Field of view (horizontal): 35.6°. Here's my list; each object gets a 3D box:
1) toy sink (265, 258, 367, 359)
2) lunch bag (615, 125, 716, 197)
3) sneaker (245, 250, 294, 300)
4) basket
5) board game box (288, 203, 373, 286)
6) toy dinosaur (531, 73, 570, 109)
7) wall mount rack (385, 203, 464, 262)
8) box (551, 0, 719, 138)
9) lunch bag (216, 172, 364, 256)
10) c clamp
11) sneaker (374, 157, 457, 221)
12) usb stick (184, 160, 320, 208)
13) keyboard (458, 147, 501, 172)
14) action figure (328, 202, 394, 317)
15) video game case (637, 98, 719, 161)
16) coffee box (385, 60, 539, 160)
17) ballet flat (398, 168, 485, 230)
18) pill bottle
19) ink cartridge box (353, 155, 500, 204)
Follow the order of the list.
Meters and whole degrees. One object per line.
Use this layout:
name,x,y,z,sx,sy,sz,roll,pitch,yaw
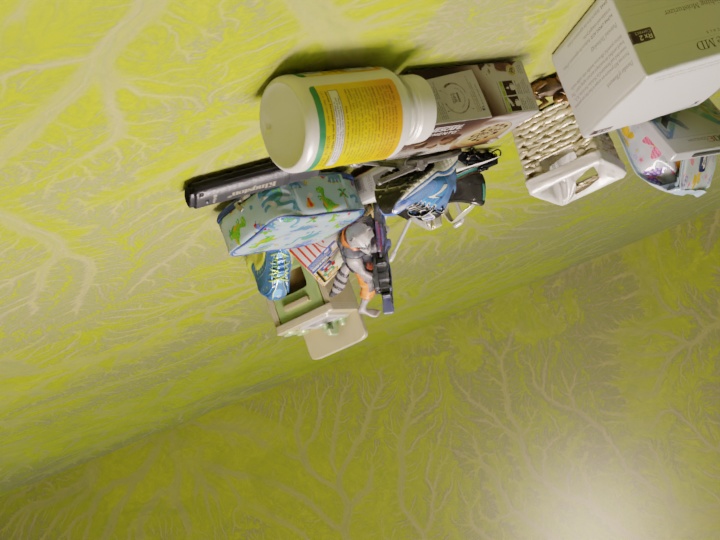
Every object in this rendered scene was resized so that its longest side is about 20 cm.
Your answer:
toy sink,-0.093,0.055,2.073,0.130,0.202,0.112,-24,168,25
lunch bag,0.512,-0.221,1.851,0.127,0.202,0.169,-28,166,34
sneaker,-0.134,-0.012,1.926,0.075,0.106,0.200,-12,167,-25
basket,0.345,-0.197,1.864,0.135,0.124,0.200,-25,167,22
board game box,-0.039,-0.054,1.908,0.151,0.046,0.200,-45,168,-3
toy dinosaur,0.304,-0.274,1.653,0.198,0.061,0.106,-13,-168,-11
wall mount rack,0.091,-0.083,2.070,0.173,0.075,0.200,-24,167,24
box,0.392,-0.292,1.490,0.197,0.132,0.200,-17,168,-18
lunch bag,-0.108,-0.085,1.698,0.199,0.083,0.160,-9,163,-44
c clamp,0.049,-0.161,1.580,0.170,0.027,0.200,-18,-163,-25
sneaker,0.089,-0.108,1.591,0.078,0.090,0.200,-1,-161,34
usb stick,-0.147,-0.127,1.560,0.198,0.033,0.055,-17,169,-18
keyboard,0.169,-0.170,1.894,0.104,0.040,0.199,-28,167,35
action figure,0.000,0.000,1.799,0.103,0.201,0.194,-4,145,-3
video game case,0.454,-0.246,1.652,0.181,0.201,0.022,-11,147,-38
coffee box,0.123,-0.216,1.499,0.199,0.081,0.113,-13,169,-35
ballet flat,0.122,-0.104,1.796,0.068,0.069,0.199,-19,180,-42
pill bottle,-0.010,-0.184,1.335,0.199,0.114,0.113,-13,167,-35
ink cartridge box,0.095,-0.158,1.757,0.199,0.051,0.162,-21,-179,-29
